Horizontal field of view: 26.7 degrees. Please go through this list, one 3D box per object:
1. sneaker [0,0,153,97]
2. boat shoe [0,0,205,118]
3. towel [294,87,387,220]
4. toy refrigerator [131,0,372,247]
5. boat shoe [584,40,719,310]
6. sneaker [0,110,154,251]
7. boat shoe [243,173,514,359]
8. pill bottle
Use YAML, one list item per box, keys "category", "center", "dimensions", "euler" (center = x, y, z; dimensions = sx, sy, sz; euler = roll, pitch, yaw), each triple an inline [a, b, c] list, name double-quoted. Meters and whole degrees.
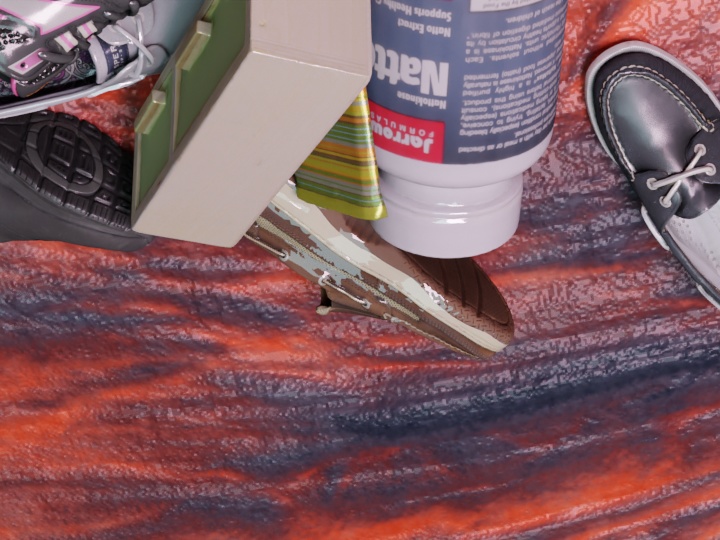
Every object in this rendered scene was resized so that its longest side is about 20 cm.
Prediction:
- category: "sneaker"
  center: [-0.163, -0.134, 0.785]
  dimensions: [0.198, 0.080, 0.087]
  euler: [-8, 91, -5]
- category: "boat shoe"
  center: [-0.142, -0.130, 0.845]
  dimensions: [0.198, 0.069, 0.073]
  euler: [-10, 122, 1]
- category: "towel"
  center: [-0.020, -0.129, 0.817]
  dimensions: [0.018, 0.086, 0.202]
  euler: [-17, 110, -29]
- category: "toy refrigerator"
  center: [-0.065, -0.090, 0.798]
  dimensions: [0.069, 0.077, 0.200]
  euler: [9, 154, -22]
- category: "boat shoe"
  center: [0.203, -0.051, 0.915]
  dimensions: [0.075, 0.061, 0.200]
  euler: [-34, 118, 19]
- category: "sneaker"
  center: [-0.218, -0.051, 0.905]
  dimensions: [0.198, 0.076, 0.091]
  euler: [21, 131, -7]
- category: "boat shoe"
  center: [0.001, -0.003, 0.938]
  dimensions: [0.202, 0.075, 0.075]
  euler: [37, 119, -10]
- category: "pill bottle"
  center: [0.051, -0.114, 0.833]
  dimensions: [0.118, 0.120, 0.201]
  euler: [0, 124, -2]
